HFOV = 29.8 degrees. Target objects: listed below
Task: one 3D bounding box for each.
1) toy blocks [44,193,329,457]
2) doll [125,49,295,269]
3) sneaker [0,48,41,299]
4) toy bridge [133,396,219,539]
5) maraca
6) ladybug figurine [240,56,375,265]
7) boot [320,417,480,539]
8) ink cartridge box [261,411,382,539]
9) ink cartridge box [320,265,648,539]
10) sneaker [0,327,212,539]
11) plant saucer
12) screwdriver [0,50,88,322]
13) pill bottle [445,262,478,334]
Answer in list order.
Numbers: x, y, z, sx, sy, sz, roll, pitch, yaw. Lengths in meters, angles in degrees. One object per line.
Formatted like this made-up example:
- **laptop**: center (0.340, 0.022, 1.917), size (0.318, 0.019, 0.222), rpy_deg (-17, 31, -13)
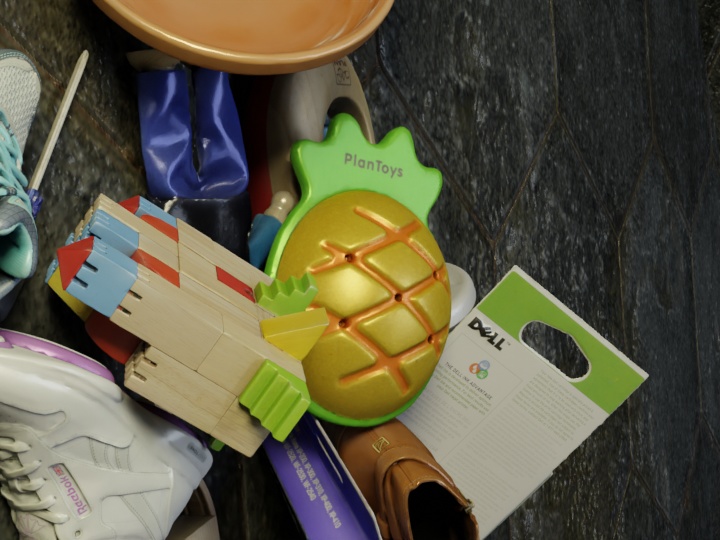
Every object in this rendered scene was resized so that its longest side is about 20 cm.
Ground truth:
- **toy blocks**: center (-0.105, 0.016, 0.727), size (0.137, 0.100, 0.200), rpy_deg (33, 11, -17)
- **doll**: center (-0.096, -0.039, 0.850), size (0.136, 0.048, 0.201), rpy_deg (-12, 101, -44)
- **sneaker**: center (-0.179, -0.025, 0.627), size (0.078, 0.086, 0.200), rpy_deg (60, 35, -46)
- **toy bridge**: center (-0.111, 0.166, 0.824), size (0.067, 0.027, 0.201), rpy_deg (-28, 112, -64)
- **maraca**: center (0.000, 0.000, 0.873), size (0.137, 0.107, 0.201), rpy_deg (11, 79, -33)
- **ladybug figurine**: center (-0.038, -0.070, 0.964), size (0.136, 0.072, 0.201), rpy_deg (-13, 99, -65)
- **boot**: center (0.054, 0.180, 0.912), size (0.200, 0.077, 0.155), rpy_deg (64, -13, -22)
- **ink cartridge box**: center (-0.013, 0.182, 0.894), size (0.198, 0.043, 0.200), rpy_deg (-128, -163, -57)
- **ink cartridge box**: center (0.089, 0.093, 1.007), size (0.148, 0.200, 0.076), rpy_deg (38, 16, -20)
- **sneaker**: center (-0.152, 0.096, 0.687), size (0.200, 0.075, 0.100), rpy_deg (43, 66, -47)
- **plant saucer**: center (-0.077, -0.186, 0.795), size (0.037, 0.200, 0.200), rpy_deg (115, -7, -52)
- **screwdriver**: center (-0.167, -0.052, 0.719), size (0.028, 0.029, 0.200), rpy_deg (83, 17, -48)
- **pill bottle**: center (0.059, 0.103, 1.112), size (0.111, 0.111, 0.200), rpy_deg (-57, 137, -53)
